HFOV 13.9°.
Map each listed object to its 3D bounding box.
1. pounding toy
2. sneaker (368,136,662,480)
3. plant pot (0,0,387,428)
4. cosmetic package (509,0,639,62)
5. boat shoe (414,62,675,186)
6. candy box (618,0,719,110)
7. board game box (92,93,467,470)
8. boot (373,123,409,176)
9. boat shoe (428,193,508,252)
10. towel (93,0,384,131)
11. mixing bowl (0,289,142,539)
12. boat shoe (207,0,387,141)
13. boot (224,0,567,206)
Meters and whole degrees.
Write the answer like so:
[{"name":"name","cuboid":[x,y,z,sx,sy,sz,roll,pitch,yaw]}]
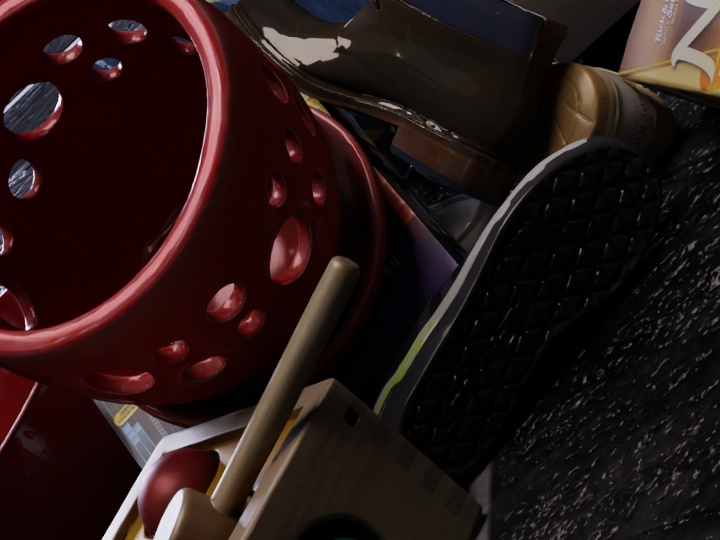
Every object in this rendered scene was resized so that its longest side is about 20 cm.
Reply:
[{"name":"pounding toy","cuboid":[-0.049,0.125,1.347,0.200,0.142,0.185,-22,32,53]},{"name":"sneaker","cuboid":[0.063,0.014,1.426,0.200,0.072,0.083,-50,17,-5]},{"name":"plant pot","cuboid":[-0.101,-0.026,1.448,0.200,0.182,0.201,-12,65,26]},{"name":"cosmetic package","cuboid":[0.117,-0.251,1.645,0.199,0.123,0.200,-41,36,0]},{"name":"boat shoe","cuboid":[0.091,-0.073,1.541,0.200,0.069,0.074,12,91,62]},{"name":"candy box","cuboid":[0.196,-0.130,1.377,0.116,0.055,0.200,-72,20,2]},{"name":"board game box","cuboid":[-0.045,0.027,1.540,0.200,0.057,0.165,-47,52,8]},{"name":"boot","cuboid":[0.050,-0.146,1.789,0.131,0.068,0.200,-43,17,33]},{"name":"boat shoe","cuboid":[0.000,0.000,1.595,0.200,0.069,0.071,-31,22,38]},{"name":"towel","cuboid":[-0.053,-0.112,1.643,0.200,0.112,0.049,-26,-31,-35]},{"name":"mixing bowl","cuboid":[-0.189,0.111,1.728,0.200,0.108,0.200,-46,22,25]},{"name":"boat shoe","cuboid":[-0.047,-0.109,1.765,0.063,0.073,0.200,-57,33,8]},{"name":"boot","cuboid":[0.020,-0.120,1.512,0.200,0.075,0.097,34,103,31]}]
